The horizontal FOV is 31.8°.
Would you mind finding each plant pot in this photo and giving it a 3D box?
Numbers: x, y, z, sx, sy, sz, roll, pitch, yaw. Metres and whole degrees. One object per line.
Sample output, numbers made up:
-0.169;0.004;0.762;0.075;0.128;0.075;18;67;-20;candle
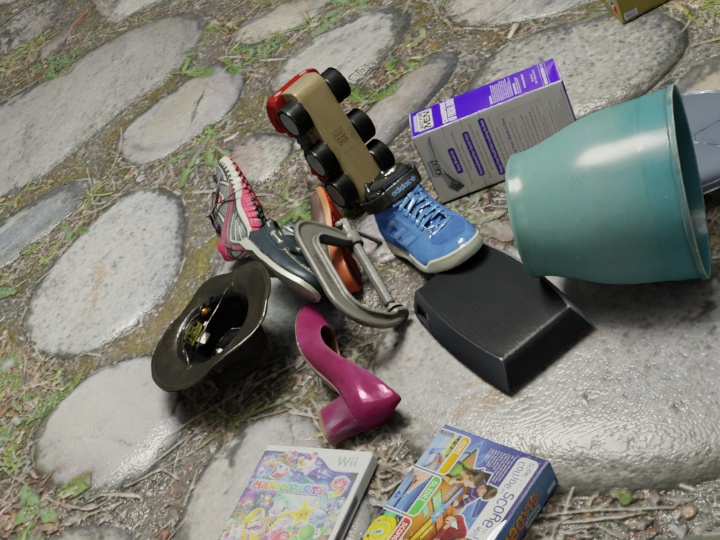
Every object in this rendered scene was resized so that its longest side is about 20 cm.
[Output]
0.257;-0.075;1.330;0.185;0.202;0.202;-10;39;21;plant pot

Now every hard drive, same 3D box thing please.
0.149;0.042;1.400;0.134;0.043;0.200;-36;36;-10;hard drive

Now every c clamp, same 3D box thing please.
0.000;0.000;1.496;0.027;0.169;0.201;-49;44;24;c clamp

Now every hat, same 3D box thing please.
-0.159;0.086;1.520;0.199;0.081;0.202;-34;30;22;hat

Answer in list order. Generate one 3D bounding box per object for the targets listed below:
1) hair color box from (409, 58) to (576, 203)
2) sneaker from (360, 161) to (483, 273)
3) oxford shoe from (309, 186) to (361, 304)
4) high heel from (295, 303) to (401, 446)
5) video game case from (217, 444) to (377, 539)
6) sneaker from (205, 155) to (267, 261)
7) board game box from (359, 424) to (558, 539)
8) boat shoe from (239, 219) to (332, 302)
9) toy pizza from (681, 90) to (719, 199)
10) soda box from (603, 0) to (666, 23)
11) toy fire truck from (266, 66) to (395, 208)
0.171;-0.175;1.593;0.197;0.110;0.065;-20;36;11;hair color box
0.065;-0.069;1.498;0.076;0.112;0.200;-35;21;-13;sneaker
-0.052;-0.035;1.612;0.072;0.072;0.201;-27;36;11;oxford shoe
-0.015;0.097;1.417;0.095;0.067;0.201;-31;39;14;high heel
-0.079;0.267;1.304;0.141;0.018;0.201;-2;43;33;video game case
-0.181;-0.090;1.756;0.074;0.081;0.201;-29;36;2;sneaker
0.081;0.247;1.203;0.134;0.035;0.200;14;54;43;board game box
-0.084;-0.015;1.529;0.062;0.075;0.200;-46;24;-7;boat shoe
0.380;-0.140;1.475;0.197;0.032;0.202;-19;36;14;toy pizza
0.432;-0.427;1.762;0.198;0.064;0.068;-27;35;2;soda box
-0.055;-0.191;1.728;0.129;0.177;0.199;-43;23;-19;toy fire truck
